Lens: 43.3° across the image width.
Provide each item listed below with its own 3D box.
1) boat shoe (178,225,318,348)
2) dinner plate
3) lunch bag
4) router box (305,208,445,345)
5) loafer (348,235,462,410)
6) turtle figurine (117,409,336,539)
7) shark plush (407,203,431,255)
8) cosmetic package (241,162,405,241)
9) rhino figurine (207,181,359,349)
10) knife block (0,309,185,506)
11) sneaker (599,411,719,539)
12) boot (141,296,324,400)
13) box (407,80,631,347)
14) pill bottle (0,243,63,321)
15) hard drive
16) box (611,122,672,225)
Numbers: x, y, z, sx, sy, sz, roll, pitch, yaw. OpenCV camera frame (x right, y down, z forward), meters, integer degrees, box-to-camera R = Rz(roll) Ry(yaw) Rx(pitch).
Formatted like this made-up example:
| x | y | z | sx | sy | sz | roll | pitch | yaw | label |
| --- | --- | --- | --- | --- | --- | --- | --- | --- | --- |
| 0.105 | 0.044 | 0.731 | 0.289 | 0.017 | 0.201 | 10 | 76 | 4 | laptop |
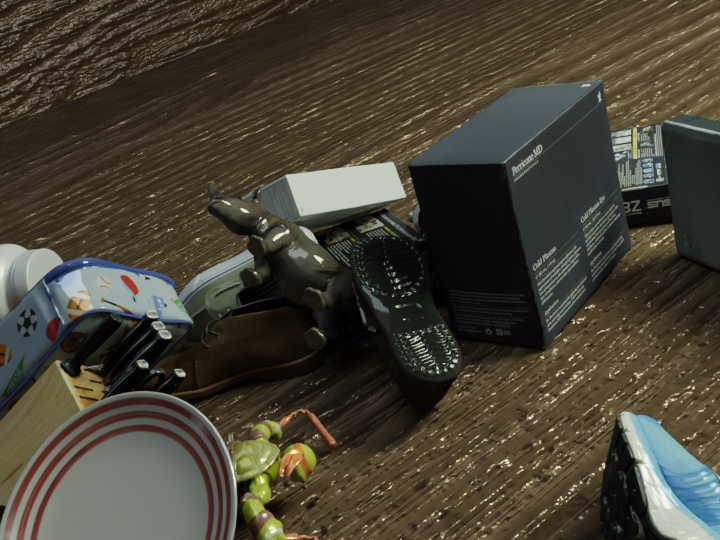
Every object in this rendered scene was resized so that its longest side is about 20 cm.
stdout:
| x | y | z | sx | sy | sz | roll | pitch | yaw | label |
| --- | --- | --- | --- | --- | --- | --- | --- | --- | --- |
| -0.127 | 0.027 | 0.950 | 0.200 | 0.072 | 0.062 | -37 | 35 | 20 | boat shoe |
| -0.174 | 0.185 | 0.650 | 0.199 | 0.024 | 0.201 | -10 | 59 | 17 | dinner plate |
| -0.259 | 0.078 | 0.833 | 0.200 | 0.076 | 0.160 | -41 | -25 | 18 | lunch bag |
| 0.000 | 0.000 | 0.999 | 0.149 | 0.051 | 0.200 | -20 | 24 | -12 | router box |
| 0.030 | 0.044 | 0.810 | 0.073 | 0.072 | 0.200 | -2 | 41 | -13 | loafer |
| -0.100 | 0.165 | 0.692 | 0.161 | 0.065 | 0.200 | -16 | 25 | 3 | turtle figurine |
| 0.102 | -0.049 | 0.941 | 0.091 | 0.083 | 0.200 | -39 | -5 | 11 | shark plush |
| -0.040 | -0.081 | 1.017 | 0.082 | 0.051 | 0.200 | -20 | -2 | 36 | cosmetic package |
| -0.078 | -0.016 | 0.865 | 0.060 | 0.200 | 0.087 | -53 | -14 | 30 | rhino figurine |
| -0.245 | 0.116 | 0.768 | 0.199 | 0.176 | 0.064 | -2 | -16 | 31 | knife block |
| 0.205 | 0.156 | 0.536 | 0.090 | 0.079 | 0.200 | 0 | 26 | -8 | sneaker |
| -0.141 | 0.076 | 0.901 | 0.199 | 0.076 | 0.074 | -15 | 26 | 6 | boot |
| 0.160 | -0.059 | 0.864 | 0.104 | 0.183 | 0.200 | 5 | 31 | 40 | box |
| -0.489 | 0.027 | 1.183 | 0.199 | 0.113 | 0.113 | -8 | 25 | 18 | pill bottle |
| 0.344 | -0.052 | 0.780 | 0.033 | 0.140 | 0.200 | -22 | 24 | -15 | hard drive |
| 0.292 | -0.110 | 1.055 | 0.161 | 0.049 | 0.200 | -6 | 26 | 19 | box |
